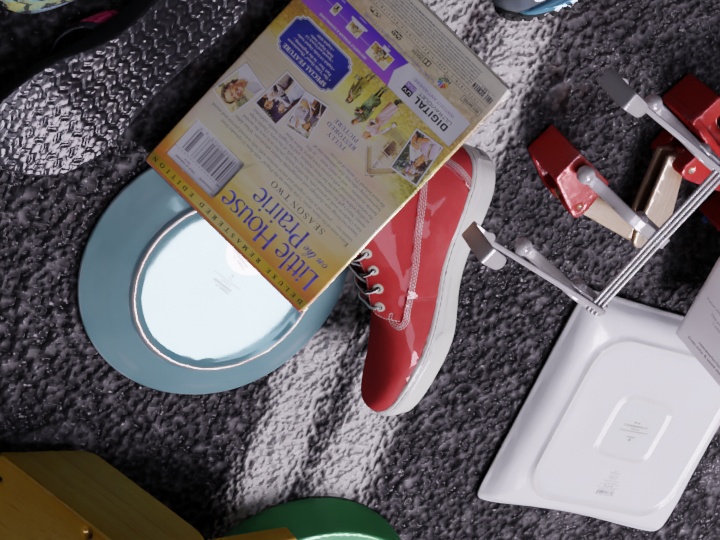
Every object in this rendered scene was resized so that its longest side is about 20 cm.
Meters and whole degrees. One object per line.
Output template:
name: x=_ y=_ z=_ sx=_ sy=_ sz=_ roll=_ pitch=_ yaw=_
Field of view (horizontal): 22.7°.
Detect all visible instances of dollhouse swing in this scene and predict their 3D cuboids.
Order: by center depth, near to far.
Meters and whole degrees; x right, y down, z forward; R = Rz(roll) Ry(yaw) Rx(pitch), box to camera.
dollhouse swing: x=-0.171 y=0.234 z=1.303 sx=0.175 sy=0.181 sz=0.201 roll=-16 pitch=131 yaw=-53

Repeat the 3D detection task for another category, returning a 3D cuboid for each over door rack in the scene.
over door rack: x=0.159 y=-0.055 z=1.219 sx=0.148 sy=0.067 sz=0.200 roll=-49 pitch=149 yaw=12

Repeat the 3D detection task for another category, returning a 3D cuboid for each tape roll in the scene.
tape roll: x=-0.047 y=0.274 z=1.409 sx=0.199 sy=0.048 sz=0.202 roll=-12 pitch=124 yaw=-18

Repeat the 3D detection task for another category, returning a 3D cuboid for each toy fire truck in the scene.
toy fire truck: x=0.229 y=-0.065 z=1.330 sx=0.141 sy=0.049 sz=0.200 roll=-43 pitch=128 yaw=5

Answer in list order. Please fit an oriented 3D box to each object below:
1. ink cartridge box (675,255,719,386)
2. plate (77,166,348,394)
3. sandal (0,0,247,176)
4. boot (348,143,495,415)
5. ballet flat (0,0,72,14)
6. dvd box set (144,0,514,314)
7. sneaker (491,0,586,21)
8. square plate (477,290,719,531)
ink cartridge box: x=0.346 y=-0.008 z=1.342 sx=0.144 sy=0.085 sz=0.201 roll=-18 pitch=146 yaw=-33
plate: x=-0.096 y=0.006 z=1.238 sx=0.199 sy=0.026 sz=0.201 roll=-11 pitch=123 yaw=-18
sandal: x=-0.157 y=-0.131 z=1.122 sx=0.200 sy=0.045 sz=0.075 roll=-40 pitch=134 yaw=-16
boot: x=0.000 y=0.000 z=1.240 sx=0.143 sy=0.072 sz=0.202 roll=8 pitch=103 yaw=-33
ballet flat: x=-0.133 y=-0.215 z=1.060 sx=0.200 sy=0.074 sz=0.074 roll=-38 pitch=127 yaw=1
dvd box set: x=-0.020 y=-0.093 z=1.160 sx=0.146 sy=0.029 sz=0.200 roll=43 pitch=96 yaw=0
sneaker: x=0.144 y=-0.254 z=1.172 sx=0.200 sy=0.079 sz=0.095 roll=-49 pitch=117 yaw=-2
square plate: x=0.217 y=0.123 z=1.452 sx=0.199 sy=0.028 sz=0.199 roll=14 pitch=112 yaw=-31
